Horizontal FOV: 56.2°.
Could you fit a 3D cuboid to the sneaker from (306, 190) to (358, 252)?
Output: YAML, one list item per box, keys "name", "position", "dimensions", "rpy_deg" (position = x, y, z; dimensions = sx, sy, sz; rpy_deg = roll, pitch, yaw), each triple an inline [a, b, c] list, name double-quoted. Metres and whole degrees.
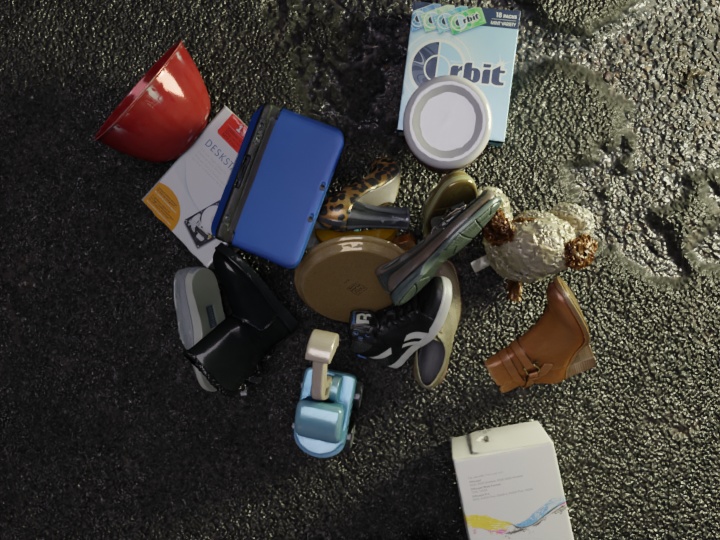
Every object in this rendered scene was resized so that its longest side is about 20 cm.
- name: "sneaker"
  position: [-0.062, -0.073, 1.028]
  dimensions: [0.080, 0.077, 0.201]
  rpy_deg: [-34, 110, 7]

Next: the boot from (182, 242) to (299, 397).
- name: "boot"
  position: [-0.200, 0.081, 1.027]
  dimensions: [0.162, 0.073, 0.199]
  rpy_deg: [-44, 117, -13]

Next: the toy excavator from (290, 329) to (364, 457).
- name: "toy excavator"
  position: [-0.053, 0.183, 0.984]
  dimensions: [0.098, 0.200, 0.198]
  rpy_deg: [11, 89, 6]

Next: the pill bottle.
- name: "pill bottle"
  position: [0.119, -0.194, 0.935]
  dimensions: [0.114, 0.200, 0.118]
  rpy_deg: [1, 95, 7]

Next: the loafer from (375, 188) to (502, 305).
- name: "loafer"
  position: [0.100, -0.042, 0.903]
  dimensions: [0.200, 0.072, 0.063]
  rpy_deg: [-46, 72, 10]

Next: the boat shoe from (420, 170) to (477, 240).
- name: "boat shoe"
  position: [0.120, -0.092, 0.973]
  dimensions: [0.072, 0.201, 0.064]
  rpy_deg: [-14, 68, -4]

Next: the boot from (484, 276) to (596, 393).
- name: "boot"
  position: [0.250, 0.105, 0.972]
  dimensions: [0.152, 0.074, 0.201]
  rpy_deg: [-20, 129, 12]

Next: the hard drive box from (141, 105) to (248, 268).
- name: "hard drive box"
  position: [-0.220, -0.129, 1.075]
  dimensions: [0.156, 0.077, 0.200]
  rpy_deg: [43, 93, 5]

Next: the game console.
- name: "game console"
  position: [-0.124, -0.122, 0.966]
  dimensions: [0.117, 0.170, 0.203]
  rpy_deg: [22, 91, -18]

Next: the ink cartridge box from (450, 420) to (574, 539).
- name: "ink cartridge box"
  position: [0.219, 0.341, 0.975]
  dimensions: [0.142, 0.147, 0.204]
  rpy_deg: [-12, 87, 6]

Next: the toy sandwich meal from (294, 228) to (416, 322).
- name: "toy sandwich meal"
  position: [0.000, 0.000, 1.006]
  dimensions: [0.201, 0.207, 0.071]
  rpy_deg: [-7, 48, 6]

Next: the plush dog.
- name: "plush dog"
  position: [0.241, -0.035, 0.972]
  dimensions: [0.196, 0.172, 0.163]
  rpy_deg: [13, 90, 6]

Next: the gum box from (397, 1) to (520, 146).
- name: "gum box"
  position: [0.153, -0.307, 1.055]
  dimensions: [0.167, 0.045, 0.204]
  rpy_deg: [7, 90, 7]

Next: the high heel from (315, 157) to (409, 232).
- name: "high heel"
  position: [-0.011, -0.123, 0.994]
  dimensions: [0.140, 0.201, 0.072]
  rpy_deg: [2, 124, -9]

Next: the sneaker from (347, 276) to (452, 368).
- name: "sneaker"
  position: [0.044, 0.073, 0.979]
  dimensions: [0.110, 0.201, 0.074]
  rpy_deg: [15, 45, -18]

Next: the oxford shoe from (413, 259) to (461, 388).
- name: "oxford shoe"
  position: [0.119, 0.082, 1.031]
  dimensions: [0.069, 0.075, 0.204]
  rpy_deg: [4, 89, 6]

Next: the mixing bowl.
- name: "mixing bowl"
  position: [-0.306, -0.244, 1.050]
  dimensions: [0.200, 0.200, 0.108]
  rpy_deg: [-46, 118, 3]

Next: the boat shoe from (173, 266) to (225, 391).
- name: "boat shoe"
  position: [-0.256, 0.091, 1.079]
  dimensions: [0.071, 0.070, 0.205]
  rpy_deg: [5, 107, 40]
